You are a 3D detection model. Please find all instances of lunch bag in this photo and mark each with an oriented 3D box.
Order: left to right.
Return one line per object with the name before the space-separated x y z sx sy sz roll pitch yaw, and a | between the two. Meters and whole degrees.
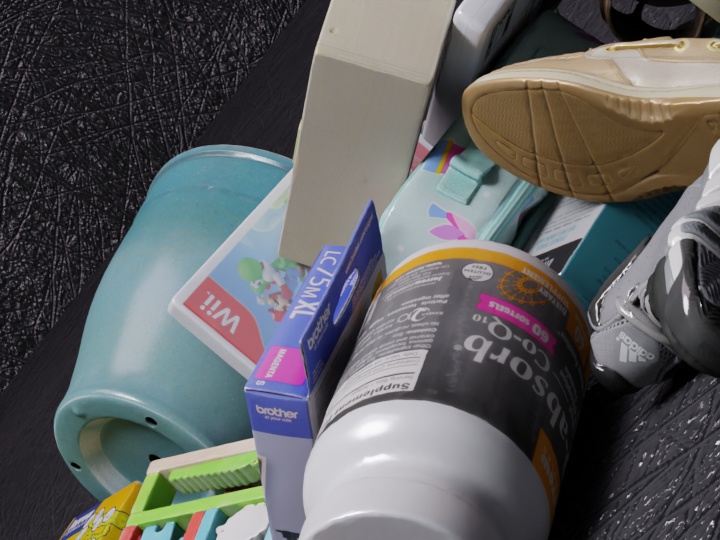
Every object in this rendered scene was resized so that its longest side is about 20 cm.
lunch bag | 0.077 -0.040 1.161 0.200 0.077 0.161 -54 -10 -28

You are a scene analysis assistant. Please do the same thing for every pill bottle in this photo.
pill bottle | 0.038 0.083 0.944 0.116 0.116 0.200 -42 15 34

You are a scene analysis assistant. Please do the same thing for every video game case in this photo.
video game case | 0.000 0.000 1.225 0.200 0.143 0.017 -49 -4 -30
video game case | 0.101 -0.170 1.158 0.182 0.023 0.200 -53 -7 -14

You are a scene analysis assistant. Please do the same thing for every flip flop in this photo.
flip flop | 0.157 -0.141 1.076 0.058 0.081 0.200 -62 15 10

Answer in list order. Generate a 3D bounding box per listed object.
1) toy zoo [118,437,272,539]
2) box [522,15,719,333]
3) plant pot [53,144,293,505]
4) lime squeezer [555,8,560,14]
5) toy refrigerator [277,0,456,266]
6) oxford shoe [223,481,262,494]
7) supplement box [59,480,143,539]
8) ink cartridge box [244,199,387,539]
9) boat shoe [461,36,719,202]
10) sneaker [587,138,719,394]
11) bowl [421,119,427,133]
toy zoo | -0.094 0.176 1.099 0.131 0.020 0.201 -16 39 37
box | 0.152 -0.051 1.089 0.201 0.049 0.082 -55 12 -21
plant pot | -0.090 0.058 1.281 0.200 0.200 0.188 -36 17 50
lime squeezer | 0.120 -0.087 1.303 0.038 0.070 0.202 -131 50 -62
toy refrigerator | -0.001 -0.081 1.134 0.200 0.069 0.076 103 -177 -59
oxford shoe | -0.070 0.207 1.148 0.074 0.070 0.201 94 -162 -53
supplement box | -0.162 0.244 1.216 0.109 0.109 0.201 -33 20 55
ink cartridge box | -0.014 0.076 1.048 0.120 0.042 0.201 -62 -25 -47
boat shoe | 0.147 -0.080 1.014 0.199 0.074 0.069 7 41 32
sneaker | 0.140 0.023 0.884 0.116 0.075 0.200 -50 0 27
bowl | 0.007 -0.027 1.431 0.199 0.075 0.200 -39 0 42
